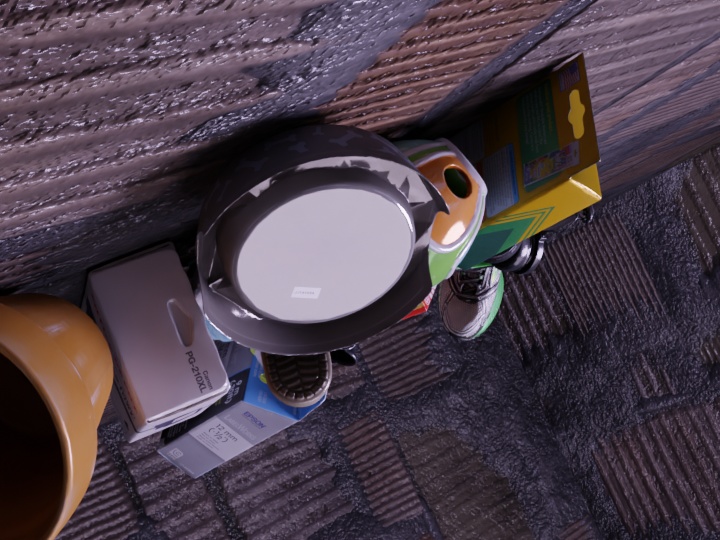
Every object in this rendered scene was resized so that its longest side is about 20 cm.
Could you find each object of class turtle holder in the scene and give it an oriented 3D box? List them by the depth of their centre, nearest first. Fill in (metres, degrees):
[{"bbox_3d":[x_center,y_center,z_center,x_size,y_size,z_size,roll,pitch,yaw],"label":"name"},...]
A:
[{"bbox_3d":[0.045,-0.048,0.924,0.132,0.141,0.186,-41,163,-3],"label":"turtle holder"}]

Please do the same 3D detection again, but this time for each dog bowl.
[{"bbox_3d":[-0.032,-0.023,0.764,0.199,0.059,0.201,-10,136,-10],"label":"dog bowl"}]

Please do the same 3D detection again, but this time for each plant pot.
[{"bbox_3d":[-0.277,0.100,0.758,0.200,0.201,0.183,-26,-170,13],"label":"plant pot"}]

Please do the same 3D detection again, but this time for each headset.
[{"bbox_3d":[0.154,-0.049,1.080,0.199,0.094,0.123,-13,162,31],"label":"headset"}]

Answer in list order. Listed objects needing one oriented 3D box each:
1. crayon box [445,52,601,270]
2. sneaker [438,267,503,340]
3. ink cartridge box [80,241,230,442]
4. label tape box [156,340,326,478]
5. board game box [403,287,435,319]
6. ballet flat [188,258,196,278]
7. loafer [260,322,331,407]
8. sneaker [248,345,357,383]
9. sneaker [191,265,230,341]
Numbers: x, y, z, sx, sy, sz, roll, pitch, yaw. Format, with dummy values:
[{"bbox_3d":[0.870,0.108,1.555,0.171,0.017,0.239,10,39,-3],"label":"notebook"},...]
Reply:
[{"bbox_3d":[0.152,-0.098,0.955,0.051,0.126,0.200,25,141,-35],"label":"crayon box"},{"bbox_3d":[0.134,-0.016,1.198,0.078,0.201,0.085,12,180,15],"label":"sneaker"},{"bbox_3d":[-0.201,0.075,0.958,0.084,0.145,0.200,-21,173,-21],"label":"ink cartridge box"},{"bbox_3d":[-0.122,0.121,1.101,0.200,0.066,0.144,-33,-151,28],"label":"label tape box"},{"bbox_3d":[-0.003,0.025,1.195,0.199,0.046,0.152,-21,-161,25],"label":"board game box"},{"bbox_3d":[-0.078,-0.016,1.041,0.199,0.069,0.068,-24,174,-3],"label":"ballet flat"},{"bbox_3d":[-0.067,0.028,0.875,0.075,0.201,0.068,-2,154,-9],"label":"loafer"},{"bbox_3d":[-0.018,0.056,0.988,0.199,0.083,0.072,-25,159,-23],"label":"sneaker"},{"bbox_3d":[-0.120,0.017,0.967,0.082,0.074,0.200,12,160,-11],"label":"sneaker"}]
